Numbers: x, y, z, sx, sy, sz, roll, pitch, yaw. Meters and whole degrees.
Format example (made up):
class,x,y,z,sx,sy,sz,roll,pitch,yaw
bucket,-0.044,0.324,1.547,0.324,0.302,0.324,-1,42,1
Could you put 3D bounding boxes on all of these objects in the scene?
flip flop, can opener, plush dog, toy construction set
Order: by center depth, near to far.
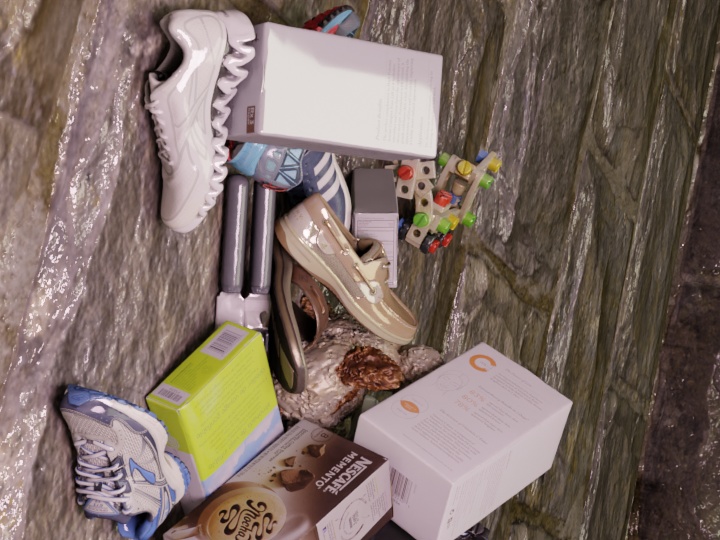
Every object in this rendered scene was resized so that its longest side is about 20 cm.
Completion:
class,x,y,z,sx,sy,sz,roll,pitch,yaw
can opener,-0.114,0.004,1.445,0.066,0.053,0.200,-128,-139,-73
flip flop,-0.061,0.033,1.463,0.200,0.058,0.081,-96,-168,-47
plush dog,-0.032,0.105,1.545,0.161,0.200,0.172,61,17,-1
toy construction set,0.099,-0.094,1.841,0.200,0.092,0.131,-1,123,-59

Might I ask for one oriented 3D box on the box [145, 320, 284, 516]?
class,x,y,z,sx,sy,sz,roll,pitch,yaw
box,-0.129,0.162,1.420,0.122,0.048,0.200,-45,140,-36

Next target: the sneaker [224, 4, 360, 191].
class,x,y,z,sx,sy,sz,roll,pitch,yaw
sneaker,-0.051,-0.162,1.414,0.096,0.079,0.200,39,73,-23

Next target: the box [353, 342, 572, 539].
class,x,y,z,sx,sy,sz,roll,pitch,yaw
box,0.100,0.174,1.498,0.200,0.124,0.098,-26,139,-42

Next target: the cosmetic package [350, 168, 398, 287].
class,x,y,z,sx,sy,sz,roll,pitch,yaw
cosmetic package,0.014,-0.050,1.618,0.200,0.051,0.083,-91,-176,-73

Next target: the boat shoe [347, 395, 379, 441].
class,x,y,z,sx,sy,sz,roll,pitch,yaw
boat shoe,0.024,0.192,1.703,0.200,0.068,0.072,-173,-73,-84

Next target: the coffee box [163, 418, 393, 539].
class,x,y,z,sx,sy,sz,roll,pitch,yaw
coffee box,-0.073,0.240,1.396,0.200,0.113,0.080,-36,135,-39

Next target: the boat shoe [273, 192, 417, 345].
class,x,y,z,sx,sy,sz,roll,pitch,yaw
boat shoe,0.000,0.000,1.481,0.200,0.065,0.072,44,13,-28

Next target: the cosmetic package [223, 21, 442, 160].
class,x,y,z,sx,sy,sz,roll,pitch,yaw
cosmetic package,-0.024,-0.158,1.343,0.200,0.074,0.102,6,87,-35

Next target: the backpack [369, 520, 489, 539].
class,x,y,z,sx,sy,sz,roll,pitch,yaw
backpack,0.009,0.283,1.539,0.182,0.200,0.135,-26,139,-27

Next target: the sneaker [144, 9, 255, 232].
class,x,y,z,sx,sy,sz,roll,pitch,yaw
sneaker,-0.154,-0.132,1.282,0.081,0.075,0.200,3,107,-34

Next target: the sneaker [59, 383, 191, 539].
class,x,y,z,sx,sy,sz,roll,pitch,yaw
sneaker,-0.203,0.169,1.246,0.085,0.077,0.200,-65,151,-27

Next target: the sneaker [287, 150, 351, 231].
class,x,y,z,sx,sy,sz,roll,pitch,yaw
sneaker,-0.063,-0.099,1.497,0.085,0.075,0.200,-34,121,-54
